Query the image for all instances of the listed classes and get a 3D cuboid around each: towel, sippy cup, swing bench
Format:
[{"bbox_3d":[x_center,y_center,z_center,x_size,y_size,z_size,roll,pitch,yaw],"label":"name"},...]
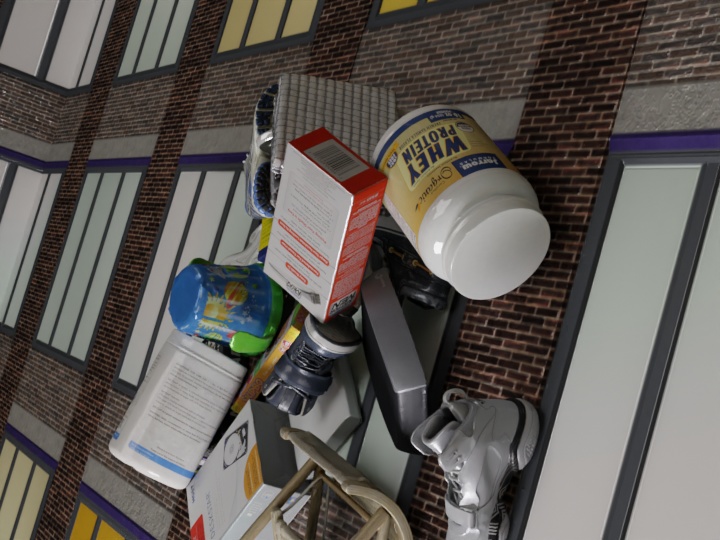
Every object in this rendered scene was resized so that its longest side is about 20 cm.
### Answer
[{"bbox_3d":[-0.033,-0.154,1.556,0.086,0.164,0.201,111,165,-44],"label":"towel"},{"bbox_3d":[-0.201,0.048,1.790,0.177,0.130,0.141,-4,78,52],"label":"sippy cup"},{"bbox_3d":[-0.043,0.316,1.455,0.201,0.129,0.199,-65,28,1],"label":"swing bench"}]

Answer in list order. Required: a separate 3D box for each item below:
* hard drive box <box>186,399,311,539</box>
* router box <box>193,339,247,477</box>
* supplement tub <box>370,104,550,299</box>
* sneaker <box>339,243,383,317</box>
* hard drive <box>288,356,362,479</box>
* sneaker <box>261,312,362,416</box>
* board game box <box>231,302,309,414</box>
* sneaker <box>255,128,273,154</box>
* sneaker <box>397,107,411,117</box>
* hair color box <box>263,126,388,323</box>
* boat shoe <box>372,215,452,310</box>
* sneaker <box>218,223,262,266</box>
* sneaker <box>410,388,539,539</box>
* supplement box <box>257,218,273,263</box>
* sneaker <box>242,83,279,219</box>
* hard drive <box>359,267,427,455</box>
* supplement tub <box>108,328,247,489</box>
[{"bbox_3d":[-0.159,0.307,1.715,0.200,0.076,0.156,-55,32,29],"label":"hard drive box"},{"bbox_3d":[-0.233,0.203,1.933,0.149,0.051,0.201,-40,41,41],"label":"router box"},{"bbox_3d":[0.110,-0.077,1.376,0.145,0.144,0.200,-58,42,23],"label":"supplement tub"},{"bbox_3d":[0.000,0.000,1.598,0.075,0.087,0.201,-32,29,23],"label":"sneaker"},{"bbox_3d":[-0.056,0.162,1.670,0.132,0.026,0.201,-52,34,32],"label":"hard drive"},{"bbox_3d":[-0.065,0.121,1.554,0.147,0.077,0.202,-58,1,4],"label":"sneaker"},{"bbox_3d":[-0.118,0.115,1.775,0.200,0.030,0.096,-50,9,30],"label":"board game box"},{"bbox_3d":[-0.041,-0.139,1.661,0.071,0.198,0.100,136,134,-66],"label":"sneaker"},{"bbox_3d":[0.078,-0.140,1.577,0.200,0.075,0.089,-119,48,-66],"label":"sneaker"},{"bbox_3d":[-0.043,-0.051,1.437,0.111,0.064,0.201,40,136,25],"label":"hair color box"},{"bbox_3d":[0.054,-0.011,1.528,0.200,0.071,0.091,18,86,60],"label":"boat shoe"},{"bbox_3d":[-0.164,0.013,1.904,0.200,0.077,0.100,-49,39,37],"label":"sneaker"},{"bbox_3d":[0.100,0.216,1.264,0.075,0.114,0.201,25,96,62],"label":"sneaker"},{"bbox_3d":[-0.065,-0.105,1.758,0.109,0.109,0.201,-27,52,52],"label":"supplement box"},{"bbox_3d":[-0.132,-0.163,1.721,0.085,0.077,0.202,-27,51,58],"label":"sneaker"},{"bbox_3d":[0.037,0.107,1.456,0.201,0.042,0.136,-109,12,-47],"label":"hard drive"},{"bbox_3d":[-0.265,0.202,1.799,0.201,0.132,0.132,-61,27,-7],"label":"supplement tub"}]
